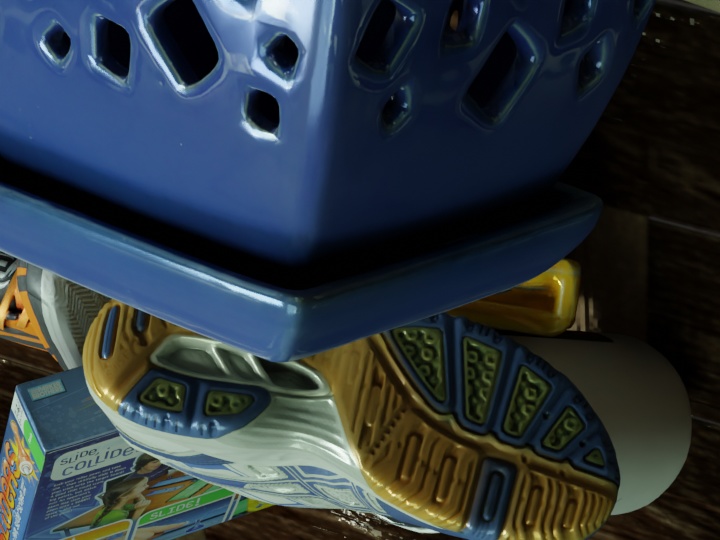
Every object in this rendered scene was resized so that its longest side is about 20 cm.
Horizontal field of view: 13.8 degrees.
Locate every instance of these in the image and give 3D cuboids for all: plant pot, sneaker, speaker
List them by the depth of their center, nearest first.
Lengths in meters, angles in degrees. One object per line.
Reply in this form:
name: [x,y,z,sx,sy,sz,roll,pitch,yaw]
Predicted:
plant pot: [-0.025,-0.084,0.988,0.199,0.199,0.181,21,114,34]
sneaker: [-0.002,0.055,1.087,0.199,0.076,0.088,18,160,6]
speaker: [0.065,0.063,1.198,0.081,0.082,0.200,7,-179,27]
sneaker: [-0.137,0.012,1.320,0.111,0.078,0.200,17,169,19]

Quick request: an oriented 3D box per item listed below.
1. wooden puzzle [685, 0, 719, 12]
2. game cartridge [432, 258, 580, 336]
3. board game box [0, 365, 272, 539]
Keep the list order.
wooden puzzle: [0.152,-0.142,1.013,0.199,0.037,0.186,17,143,15]
game cartridge: [0.000,0.000,1.172,0.175,0.033,0.200,8,179,5]
board game box: [-0.062,0.069,1.302,0.035,0.199,0.136,62,154,24]
